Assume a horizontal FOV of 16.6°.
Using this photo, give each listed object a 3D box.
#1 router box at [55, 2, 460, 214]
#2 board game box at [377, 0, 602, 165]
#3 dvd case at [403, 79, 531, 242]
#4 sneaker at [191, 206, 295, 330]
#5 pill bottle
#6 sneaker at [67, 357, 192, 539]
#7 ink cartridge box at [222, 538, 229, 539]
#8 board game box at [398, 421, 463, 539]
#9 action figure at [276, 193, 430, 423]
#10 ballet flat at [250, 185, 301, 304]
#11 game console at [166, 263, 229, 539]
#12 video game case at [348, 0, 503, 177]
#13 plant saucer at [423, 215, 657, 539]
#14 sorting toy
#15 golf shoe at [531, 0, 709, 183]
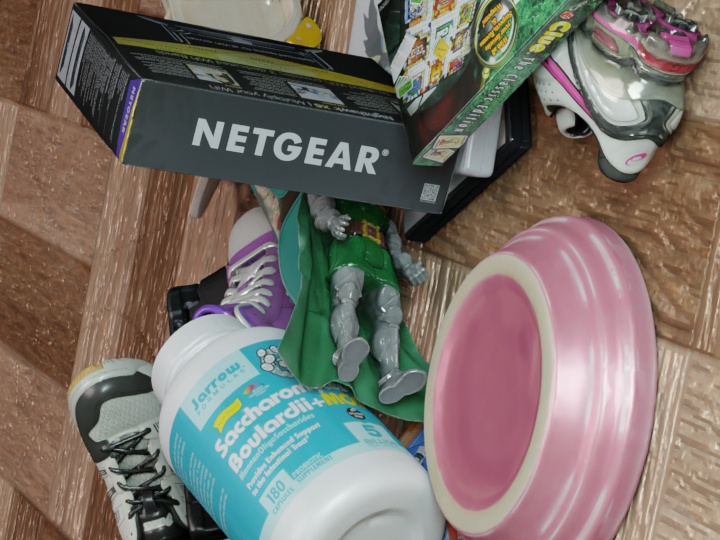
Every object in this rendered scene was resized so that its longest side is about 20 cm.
[{"bbox_3d":[-0.061,-0.095,1.429,0.157,0.199,0.053,-133,55,-61],"label":"router box"},{"bbox_3d":[0.073,-0.149,1.283,0.200,0.023,0.105,-44,47,49],"label":"board game box"},{"bbox_3d":[0.059,-0.136,1.494,0.143,0.017,0.201,137,136,-56],"label":"dvd case"},{"bbox_3d":[-0.066,0.021,1.590,0.073,0.114,0.201,-37,47,20],"label":"sneaker"},{"bbox_3d":[-0.045,0.107,1.427,0.200,0.110,0.111,44,123,42],"label":"pill bottle"},{"bbox_3d":[-0.146,0.145,1.732,0.201,0.075,0.088,70,178,-46],"label":"sneaker"},{"bbox_3d":[-0.094,0.249,1.550,0.200,0.084,0.147,-27,81,66],"label":"ink cartridge box"},{"bbox_3d":[0.012,0.177,1.488,0.200,0.019,0.103,126,143,-46],"label":"board game box"},{"bbox_3d":[0.000,0.000,1.456,0.055,0.118,0.201,-46,29,26],"label":"action figure"},{"bbox_3d":[-0.024,-0.037,1.593,0.076,0.064,0.201,-50,36,25],"label":"ballet flat"},{"bbox_3d":[-0.067,0.101,1.698,0.176,0.116,0.201,80,-178,-55],"label":"game console"},{"bbox_3d":[0.042,-0.152,1.487,0.200,0.022,0.184,-169,87,-67],"label":"video game case"},{"bbox_3d":[0.087,0.068,1.317,0.200,0.051,0.202,-170,90,-67],"label":"plant saucer"},{"bbox_3d":[-0.109,-0.141,1.793,0.201,0.106,0.181,-107,27,-44],"label":"sorting toy"},{"bbox_3d":[0.109,-0.121,1.305,0.200,0.072,0.093,-123,47,-57],"label":"golf shoe"}]
